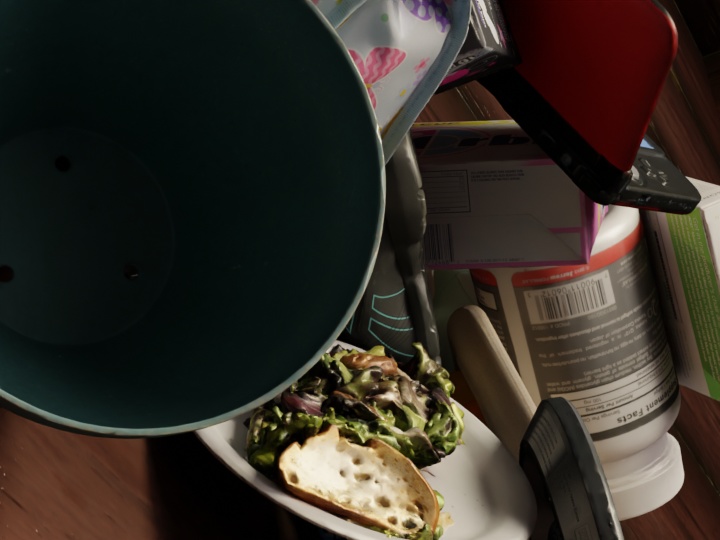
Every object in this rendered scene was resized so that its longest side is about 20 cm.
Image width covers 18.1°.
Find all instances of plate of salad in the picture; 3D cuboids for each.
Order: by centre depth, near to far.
[{"bbox_3d":[0.001,0.075,1.129,0.199,0.048,0.200,21,22,-9],"label":"plate of salad"}]

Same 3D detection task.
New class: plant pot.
[{"bbox_3d":[-0.106,-0.026,0.904,0.135,0.199,0.201,-29,-101,68],"label":"plant pot"}]

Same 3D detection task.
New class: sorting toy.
[{"bbox_3d":[0.096,0.149,1.418,0.200,0.036,0.185,82,-13,-46],"label":"sorting toy"}]

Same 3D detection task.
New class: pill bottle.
[{"bbox_3d":[0.144,0.056,1.472,0.116,0.115,0.201,-71,148,-66],"label":"pill bottle"}]

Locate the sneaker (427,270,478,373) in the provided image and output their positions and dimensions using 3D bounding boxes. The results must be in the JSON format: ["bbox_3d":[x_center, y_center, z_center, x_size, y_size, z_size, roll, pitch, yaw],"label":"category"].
[{"bbox_3d":[0.104,0.019,1.619,0.074,0.118,0.201,63,16,-19],"label":"sneaker"}]

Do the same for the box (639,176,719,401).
[{"bbox_3d":[0.200,0.003,1.496,0.200,0.036,0.145,27,-44,64],"label":"box"}]

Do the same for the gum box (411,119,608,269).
[{"bbox_3d":[0.044,-0.047,1.366,0.114,0.199,0.066,-56,143,-69],"label":"gum box"}]

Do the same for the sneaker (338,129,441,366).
[{"bbox_3d":[0.000,0.000,1.236,0.076,0.079,0.201,-102,-178,-52],"label":"sneaker"}]

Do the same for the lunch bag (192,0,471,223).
[{"bbox_3d":[-0.052,-0.126,1.022,0.127,0.200,0.170,-3,48,-47],"label":"lunch bag"}]

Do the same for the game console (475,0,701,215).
[{"bbox_3d":[0.120,-0.141,1.270,0.200,0.119,0.172,49,24,27],"label":"game console"}]

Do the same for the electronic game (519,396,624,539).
[{"bbox_3d":[0.122,0.165,1.186,0.200,0.041,0.201,168,-90,-87],"label":"electronic game"}]

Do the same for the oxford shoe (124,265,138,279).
[{"bbox_3d":[-0.095,-0.005,1.100,0.084,0.073,0.200,34,22,18],"label":"oxford shoe"}]

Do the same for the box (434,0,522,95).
[{"bbox_3d":[-0.033,-0.137,1.196,0.115,0.199,0.133,-8,79,-75],"label":"box"}]

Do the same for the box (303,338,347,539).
[{"bbox_3d":[0.017,0.133,1.325,0.199,0.050,0.200,68,16,-4],"label":"box"}]
